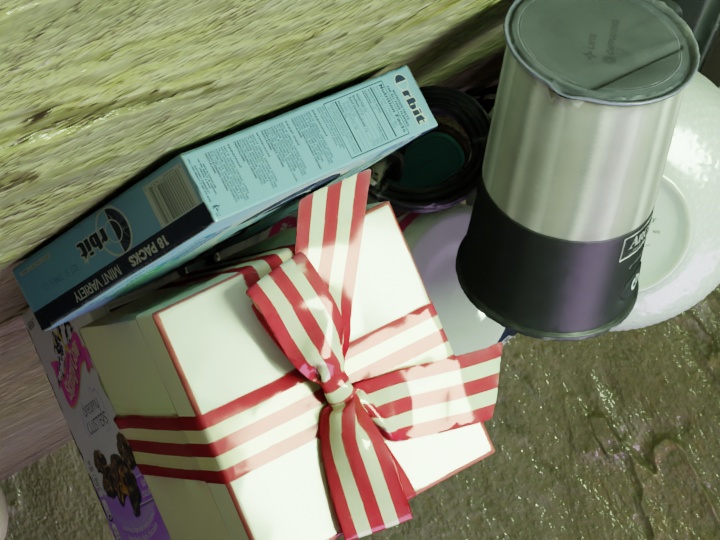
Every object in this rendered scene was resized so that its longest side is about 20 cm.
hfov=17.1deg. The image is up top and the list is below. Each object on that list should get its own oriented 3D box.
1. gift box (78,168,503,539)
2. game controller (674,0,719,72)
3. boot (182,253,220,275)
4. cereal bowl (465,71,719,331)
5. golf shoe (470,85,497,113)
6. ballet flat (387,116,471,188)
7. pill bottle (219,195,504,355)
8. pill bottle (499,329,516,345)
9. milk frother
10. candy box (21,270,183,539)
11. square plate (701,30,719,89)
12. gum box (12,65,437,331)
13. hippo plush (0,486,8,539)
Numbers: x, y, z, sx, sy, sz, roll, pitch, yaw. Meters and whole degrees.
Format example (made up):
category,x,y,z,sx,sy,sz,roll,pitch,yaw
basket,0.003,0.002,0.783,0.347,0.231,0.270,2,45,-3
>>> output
category,x,y,z,sx,sy,sz,roll,pitch,yaw
gift box,-0.035,0.056,1.410,0.199,0.185,0.187,-31,-171,-21
game controller,0.199,-0.133,1.653,0.104,0.042,0.201,-4,123,-45
boot,-0.113,0.066,1.647,0.069,0.202,0.174,-14,-178,-13
cereal bowl,0.171,-0.044,1.601,0.199,0.201,0.083,-29,-158,11
golf shoe,0.054,-0.083,1.858,0.200,0.078,0.094,-40,163,23
ballet flat,0.008,-0.067,1.781,0.199,0.068,0.075,-31,-158,27
pill bottle,0.000,0.000,1.619,0.113,0.114,0.199,-27,-156,-34
pill bottle,0.056,0.023,1.723,0.200,0.111,0.111,-45,175,11
milk frother,0.092,-0.092,1.455,0.181,0.198,0.189,-75,176,-49
candy box,-0.141,0.092,1.570,0.071,0.201,0.168,-21,175,-21
square plate,0.280,-0.181,1.764,0.201,0.028,0.198,-58,-174,-15
gum box,-0.077,-0.043,1.376,0.170,0.045,0.199,-30,177,44
hippo plush,-0.327,0.130,1.477,0.160,0.160,0.200,-5,-154,-37
